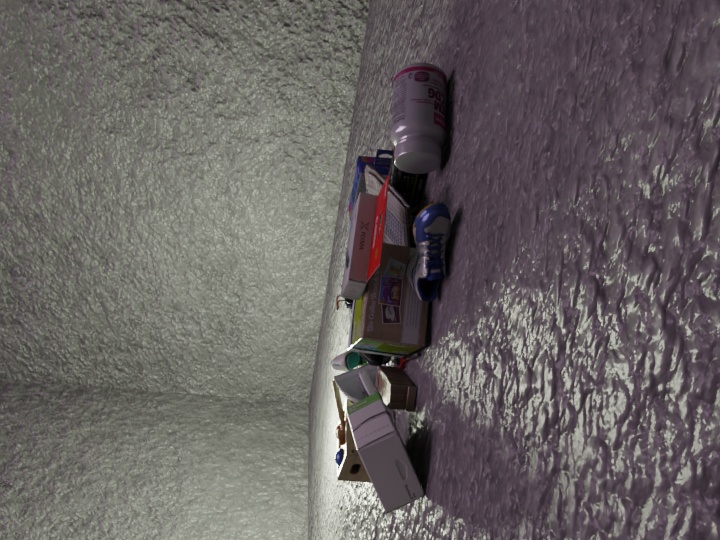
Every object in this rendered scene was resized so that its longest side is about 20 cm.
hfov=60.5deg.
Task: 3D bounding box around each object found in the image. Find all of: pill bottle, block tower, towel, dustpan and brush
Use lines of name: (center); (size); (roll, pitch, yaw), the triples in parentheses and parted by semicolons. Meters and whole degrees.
pill bottle: (0.120, -0.309, 1.266); (0.113, 0.113, 0.201); (119, 155, -71)
block tower: (0.075, 0.258, 1.369); (0.200, 0.057, 0.054); (-158, 74, -81)
towel: (0.060, -0.120, 1.429); (0.200, 0.034, 0.193); (53, 159, 42)
dustpan and brush: (0.032, 0.305, 1.515); (0.201, 0.139, 0.057); (59, 156, 34)

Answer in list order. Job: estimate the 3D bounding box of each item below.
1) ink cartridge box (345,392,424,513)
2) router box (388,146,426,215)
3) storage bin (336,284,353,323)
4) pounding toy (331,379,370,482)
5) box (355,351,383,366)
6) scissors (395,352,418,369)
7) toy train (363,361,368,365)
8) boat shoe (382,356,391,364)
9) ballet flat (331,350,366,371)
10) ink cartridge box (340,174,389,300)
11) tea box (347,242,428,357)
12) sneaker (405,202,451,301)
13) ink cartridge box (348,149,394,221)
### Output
ink cartridge box: (0.044, 0.351, 1.215); (0.200, 0.084, 0.146); (-126, 12, -79)
router box: (0.114, -0.251, 1.449); (0.150, 0.062, 0.201); (-98, 16, -55)
storage bin: (0.006, 0.122, 1.726); (0.200, 0.144, 0.135); (-114, 21, -75)
pounding toy: (-0.017, 0.415, 1.593); (0.201, 0.141, 0.185); (104, 168, -48)
box: (0.043, 0.117, 1.470); (0.143, 0.036, 0.201); (52, -129, -64)
scissors: (0.104, 0.197, 1.371); (0.200, 0.014, 0.074); (-149, 67, -80)
toy train: (0.035, 0.242, 1.650); (0.056, 0.042, 0.201); (27, 125, 48)
boat shoe: (0.058, 0.143, 1.576); (0.066, 0.069, 0.201); (59, -154, -62)
ballet flat: (-0.020, 0.238, 1.695); (0.200, 0.069, 0.070); (-6, -75, -65)
ink cartridge box: (0.007, -0.066, 1.217); (0.176, 0.044, 0.201); (117, 162, -63)
tea box: (0.059, 0.068, 1.310); (0.197, 0.133, 0.201); (122, 156, -73)
sneaker: (0.137, -0.029, 1.140); (0.088, 0.075, 0.201); (-109, 17, -45)
ink cartridge box: (0.051, -0.221, 1.616); (0.201, 0.135, 0.077); (105, 163, -47)
